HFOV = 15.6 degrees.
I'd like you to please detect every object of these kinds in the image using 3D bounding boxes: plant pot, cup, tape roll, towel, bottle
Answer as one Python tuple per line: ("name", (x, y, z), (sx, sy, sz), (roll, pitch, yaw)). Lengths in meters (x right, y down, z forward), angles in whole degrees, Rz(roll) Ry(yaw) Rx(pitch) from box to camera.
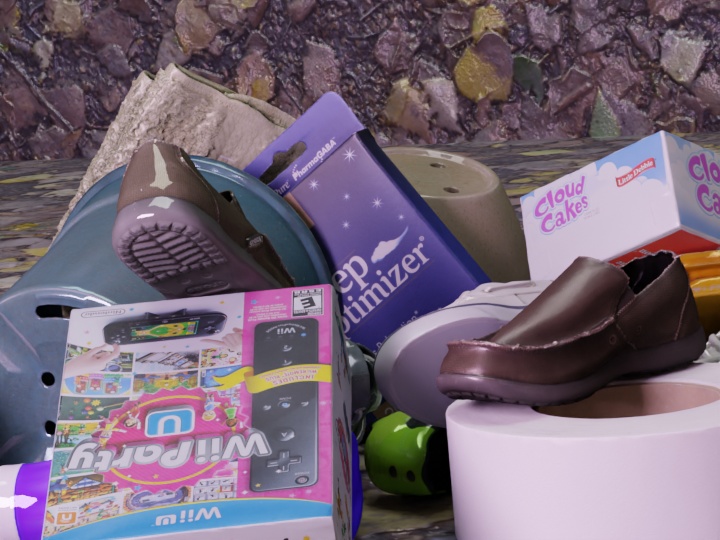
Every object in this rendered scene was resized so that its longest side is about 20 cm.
("plant pot", (-0.137, 0.052, 1.593), (0.199, 0.202, 0.196), (-3, 17, 20))
("cup", (0.036, 0.001, 1.772), (0.199, 0.144, 0.200), (6, 21, -2))
("tape roll", (0.146, 0.102, 1.413), (0.201, 0.071, 0.202), (-6, 8, 1))
("towel", (-0.118, -0.032, 1.721), (0.148, 0.201, 0.037), (22, 24, -25))
("bottle", (-0.100, 0.123, 1.437), (0.198, 0.066, 0.084), (-4, 12, 10))

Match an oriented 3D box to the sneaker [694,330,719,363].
("sneaker", (0.229, 0.054, 1.579), (0.199, 0.100, 0.078), (-12, 21, -37))

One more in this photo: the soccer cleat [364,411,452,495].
("soccer cleat", (0.096, 0.094, 1.553), (0.199, 0.068, 0.081), (-18, 18, -29))

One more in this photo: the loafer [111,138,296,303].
("loafer", (-0.078, -0.011, 1.448), (0.075, 0.070, 0.200), (-10, -27, 12))

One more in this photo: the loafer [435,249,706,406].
("loafer", (0.112, 0.028, 1.444), (0.073, 0.072, 0.199), (2, 10, 41))

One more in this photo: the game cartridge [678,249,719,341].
("game cartridge", (0.270, 0.028, 1.698), (0.175, 0.033, 0.200), (-6, -19, -6))

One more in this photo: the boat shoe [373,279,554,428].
("boat shoe", (0.083, 0.039, 1.522), (0.199, 0.071, 0.070), (-12, 26, -32))

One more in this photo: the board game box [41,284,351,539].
("board game box", (-0.080, 0.094, 1.351), (0.146, 0.065, 0.201), (-6, 35, 3))

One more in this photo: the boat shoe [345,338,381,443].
("boat shoe", (-0.010, 0.077, 1.544), (0.061, 0.073, 0.200), (-14, -10, 6))

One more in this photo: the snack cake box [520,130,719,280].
("snack cake box", (0.208, -0.017, 1.689), (0.115, 0.068, 0.199), (-23, -26, 34))

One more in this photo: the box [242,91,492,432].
("box", (0.000, 0.000, 1.661), (0.121, 0.200, 0.032), (-41, -5, 19))
